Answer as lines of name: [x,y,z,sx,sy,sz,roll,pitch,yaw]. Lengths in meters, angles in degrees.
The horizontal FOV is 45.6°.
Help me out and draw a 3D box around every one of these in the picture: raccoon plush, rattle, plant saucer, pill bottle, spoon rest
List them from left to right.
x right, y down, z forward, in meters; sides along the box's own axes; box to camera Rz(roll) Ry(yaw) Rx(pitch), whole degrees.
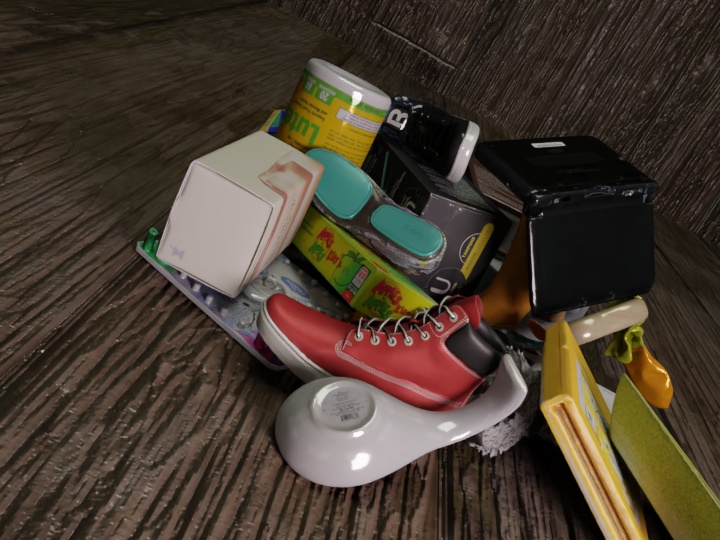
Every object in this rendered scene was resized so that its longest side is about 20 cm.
pill bottle: [-0.053,-0.139,1.030,0.110,0.202,0.111,25,16,-7]
spoon rest: [0.031,0.117,0.676,0.197,0.061,0.100,-9,44,-11]
raccoon plush: [0.113,0.121,0.855,0.133,0.097,0.200,31,-11,43]
rattle: [0.261,0.108,0.973,0.129,0.145,0.199,-5,5,37]
plant saucer: [0.303,0.220,0.779,0.200,0.048,0.201,46,13,-34]

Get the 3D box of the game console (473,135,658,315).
game console: [0.233,-0.060,0.975,0.198,0.117,0.176,-8,41,-32]

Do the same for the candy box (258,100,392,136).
candy box: [-0.038,-0.191,1.246,0.197,0.078,0.169,-5,21,4]

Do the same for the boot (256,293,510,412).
boot: [0.022,0.048,0.727,0.199,0.145,0.073,33,27,-10]

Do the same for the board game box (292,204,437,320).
board game box: [0.000,0.000,0.927,0.101,0.048,0.200,32,7,-33]

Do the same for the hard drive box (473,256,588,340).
hard drive box: [0.189,0.014,1.180,0.155,0.077,0.200,9,28,-43]

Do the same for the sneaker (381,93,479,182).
sneaker: [0.076,-0.165,1.041,0.111,0.074,0.200,21,13,-5]

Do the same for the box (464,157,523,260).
box: [0.181,-0.088,1.199,0.099,0.076,0.200,26,21,-5]

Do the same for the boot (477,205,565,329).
boot: [0.182,-0.010,0.997,0.199,0.146,0.070,-3,12,-38]

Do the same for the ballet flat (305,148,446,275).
ballet flat: [0.008,-0.058,0.952,0.200,0.073,0.072,37,21,20]

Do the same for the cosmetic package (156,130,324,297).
cosmetic package: [-0.111,-0.062,0.844,0.087,0.104,0.200,28,21,2]

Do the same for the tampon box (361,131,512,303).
tampon box: [0.069,-0.057,1.078,0.125,0.151,0.200,16,23,-28]

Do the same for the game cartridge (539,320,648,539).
game cartridge: [0.221,0.156,0.809,0.178,0.032,0.200,63,20,-8]

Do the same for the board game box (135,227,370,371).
board game box: [-0.093,0.016,0.866,0.199,0.026,0.199,38,21,23]

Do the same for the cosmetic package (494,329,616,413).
cosmetic package: [0.221,0.140,0.954,0.198,0.051,0.083,28,20,-2]
